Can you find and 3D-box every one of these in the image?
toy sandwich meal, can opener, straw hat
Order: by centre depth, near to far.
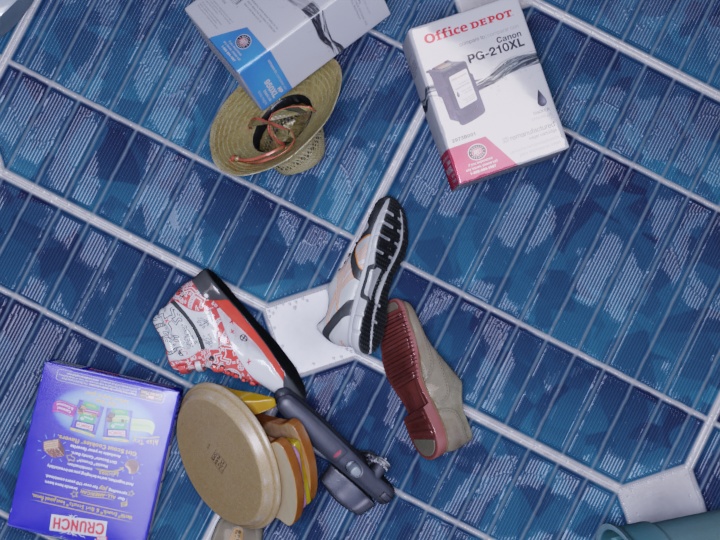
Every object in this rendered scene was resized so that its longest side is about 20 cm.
[{"bbox_3d":[-0.138,0.214,1.412,0.070,0.205,0.206,-23,87,-40],"label":"toy sandwich meal"},{"bbox_3d":[-0.032,0.215,1.427,0.079,0.063,0.200,-44,113,-10],"label":"can opener"},{"bbox_3d":[-0.086,-0.165,1.452,0.201,0.201,0.085,-41,130,-3],"label":"straw hat"}]

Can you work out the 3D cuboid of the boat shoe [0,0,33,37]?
[{"bbox_3d":[-0.494,-0.310,1.460,0.200,0.071,0.091,-43,93,-1],"label":"boat shoe"}]

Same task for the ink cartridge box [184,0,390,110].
[{"bbox_3d":[-0.087,-0.313,1.434,0.200,0.084,0.145,-37,55,-2],"label":"ink cartridge box"}]

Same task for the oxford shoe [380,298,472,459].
[{"bbox_3d":[0.081,0.128,1.467,0.075,0.070,0.201,-11,82,-33],"label":"oxford shoe"}]

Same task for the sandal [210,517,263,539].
[{"bbox_3d":[-0.166,0.389,1.444,0.080,0.054,0.201,13,87,-1],"label":"sandal"}]

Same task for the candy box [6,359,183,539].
[{"bbox_3d":[-0.318,0.224,1.438,0.168,0.077,0.201,13,86,-2],"label":"candy box"}]

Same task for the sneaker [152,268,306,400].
[{"bbox_3d":[-0.164,0.106,1.455,0.108,0.067,0.202,-40,93,6],"label":"sneaker"}]

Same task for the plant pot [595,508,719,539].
[{"bbox_3d":[0.407,0.370,1.399,0.195,0.200,0.201,-14,88,-10],"label":"plant pot"}]

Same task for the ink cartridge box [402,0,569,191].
[{"bbox_3d":[0.151,-0.217,1.464,0.144,0.084,0.201,-19,88,-3],"label":"ink cartridge box"}]

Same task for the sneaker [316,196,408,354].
[{"bbox_3d":[0.000,0.000,1.458,0.080,0.074,0.201,7,72,34],"label":"sneaker"}]
